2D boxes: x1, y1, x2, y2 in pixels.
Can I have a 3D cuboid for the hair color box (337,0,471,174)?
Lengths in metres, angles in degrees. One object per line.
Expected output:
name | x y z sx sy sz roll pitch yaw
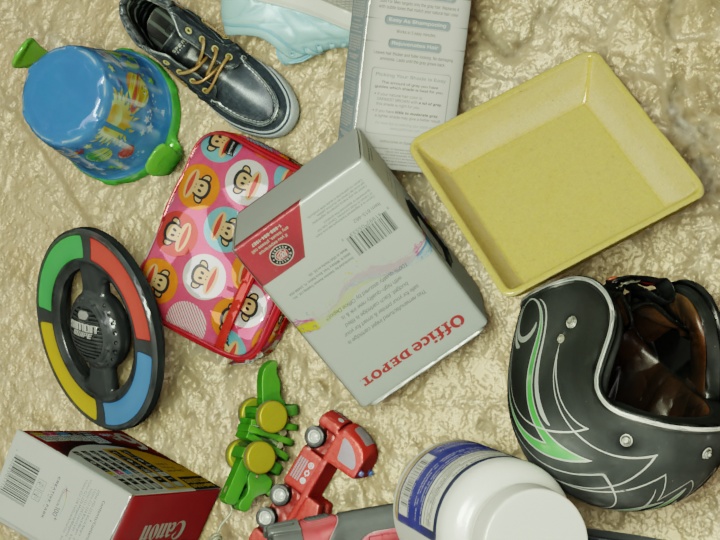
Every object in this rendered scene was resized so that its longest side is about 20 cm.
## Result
hair color box | 0.041 -0.195 1.403 0.098 0.061 0.203 4 101 -14

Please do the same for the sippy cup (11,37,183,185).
sippy cup | -0.263 -0.161 1.504 0.175 0.130 0.142 0 86 17

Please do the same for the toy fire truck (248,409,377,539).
toy fire truck | -0.026 0.250 1.435 0.140 0.049 0.201 33 95 17

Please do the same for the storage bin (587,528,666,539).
storage bin | 0.242 0.308 1.298 0.197 0.134 0.148 7 87 19

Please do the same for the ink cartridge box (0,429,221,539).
ink cartridge box | -0.217 0.222 1.420 0.174 0.200 0.085 26 93 18

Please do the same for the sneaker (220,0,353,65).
sneaker | -0.043 -0.235 1.481 0.198 0.074 0.083 19 121 14

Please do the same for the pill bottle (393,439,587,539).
pill bottle | 0.109 0.211 1.269 0.118 0.200 0.122 0 92 -16

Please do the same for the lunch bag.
lunch bag | -0.108 -0.017 1.472 0.175 0.082 0.202 26 96 15

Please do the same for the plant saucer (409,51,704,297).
plant saucer | 0.171 -0.078 1.352 0.198 0.049 0.201 -27 54 -5

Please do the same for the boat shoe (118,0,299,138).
boat shoe | -0.152 -0.200 1.491 0.200 0.091 0.071 38 100 18

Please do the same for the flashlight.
flashlight | 0.014 0.245 1.377 0.197 0.068 0.068 -6 47 -12

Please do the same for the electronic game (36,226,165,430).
electronic game | -0.255 0.057 1.489 0.199 0.041 0.203 16 113 43

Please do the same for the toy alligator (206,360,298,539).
toy alligator | -0.098 0.188 1.455 0.054 0.059 0.203 21 78 -24

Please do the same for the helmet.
helmet | 0.219 0.107 1.291 0.197 0.200 0.194 -11 78 17

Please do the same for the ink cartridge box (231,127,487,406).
ink cartridge box | 0.000 0.000 1.381 0.145 0.083 0.201 -34 112 12
